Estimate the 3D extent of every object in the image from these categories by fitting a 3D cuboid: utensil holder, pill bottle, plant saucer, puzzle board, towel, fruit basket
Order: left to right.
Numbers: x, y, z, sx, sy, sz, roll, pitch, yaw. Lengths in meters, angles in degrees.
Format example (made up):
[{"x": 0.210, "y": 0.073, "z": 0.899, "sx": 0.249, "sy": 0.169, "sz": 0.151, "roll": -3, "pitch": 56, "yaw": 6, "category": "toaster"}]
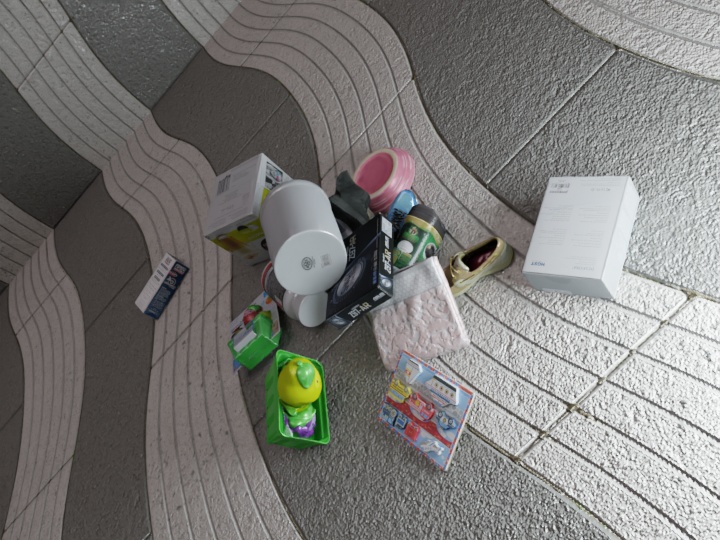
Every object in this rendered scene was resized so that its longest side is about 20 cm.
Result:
[{"x": -0.287, "y": 0.148, "z": 1.545, "sx": 0.184, "sy": 0.093, "sz": 0.202, "roll": -40, "pitch": 41, "yaw": 15, "category": "fruit basket"}, {"x": -0.161, "y": 0.053, "z": 1.472, "sx": 0.117, "sy": 0.115, "sz": 0.199, "roll": -53, "pitch": 42, "yaw": 0, "category": "pill bottle"}, {"x": -0.128, "y": 0.265, "z": 1.275, "sx": 0.214, "sy": 0.153, "sz": 0.221, "roll": -32, "pitch": 48, "yaw": 43, "category": "fruit basket"}, {"x": -0.125, "y": -0.071, "z": 1.261, "sx": 0.169, "sy": 0.169, "sz": 0.202, "roll": -40, "pitch": 36, "yaw": 14, "category": "utensil holder"}, {"x": 0.048, "y": -0.237, "z": 1.516, "sx": 0.197, "sy": 0.051, "sz": 0.205, "roll": -22, "pitch": 52, "yaw": 31, "category": "plant saucer"}, {"x": 0.104, "y": 0.092, "z": 1.196, "sx": 0.197, "sy": 0.032, "sz": 0.196, "roll": -23, "pitch": 88, "yaw": 31, "category": "towel"}, {"x": 0.119, "y": 0.262, "z": 1.128, "sx": 0.198, "sy": 0.017, "sz": 0.155, "roll": 26, "pitch": 99, "yaw": 47, "category": "puzzle board"}]

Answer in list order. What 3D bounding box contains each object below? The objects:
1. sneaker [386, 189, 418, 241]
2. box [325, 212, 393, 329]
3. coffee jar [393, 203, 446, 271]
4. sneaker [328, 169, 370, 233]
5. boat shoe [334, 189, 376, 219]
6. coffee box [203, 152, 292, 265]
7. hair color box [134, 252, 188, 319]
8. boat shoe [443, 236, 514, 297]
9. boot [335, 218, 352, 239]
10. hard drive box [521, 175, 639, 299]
[{"x": 0.084, "y": -0.093, "z": 1.347, "sx": 0.076, "sy": 0.090, "sz": 0.205, "roll": 17, "pitch": 80, "yaw": 10, "category": "sneaker"}, {"x": 0.000, "y": 0.000, "z": 1.224, "sx": 0.159, "sy": 0.043, "sz": 0.204, "roll": -33, "pitch": 38, "yaw": 35, "category": "box"}, {"x": 0.112, "y": -0.039, "z": 1.290, "sx": 0.084, "sy": 0.104, "sz": 0.203, "roll": 25, "pitch": 81, "yaw": 31, "category": "coffee jar"}, {"x": -0.004, "y": -0.146, "z": 1.362, "sx": 0.103, "sy": 0.061, "sz": 0.199, "roll": -34, "pitch": 63, "yaw": -30, "category": "sneaker"}, {"x": -0.001, "y": -0.126, "z": 1.441, "sx": 0.075, "sy": 0.067, "sz": 0.202, "roll": -51, "pitch": 58, "yaw": 26, "category": "boat shoe"}, {"x": -0.297, "y": -0.166, "z": 1.674, "sx": 0.196, "sy": 0.197, "sz": 0.205, "roll": -17, "pitch": 55, "yaw": 32, "category": "coffee box"}, {"x": -0.669, "y": 0.051, "z": 1.975, "sx": 0.099, "sy": 0.060, "sz": 0.203, "roll": 27, "pitch": 84, "yaw": 47, "category": "hair color box"}, {"x": 0.216, "y": -0.009, "z": 1.205, "sx": 0.198, "sy": 0.066, "sz": 0.075, "roll": -34, "pitch": 46, "yaw": 21, "category": "boat shoe"}, {"x": -0.031, "y": -0.074, "z": 1.413, "sx": 0.073, "sy": 0.096, "sz": 0.202, "roll": -35, "pitch": 71, "yaw": -1, "category": "boot"}, {"x": 0.399, "y": -0.064, "z": 1.066, "sx": 0.153, "sy": 0.076, "sz": 0.205, "roll": 7, "pitch": 69, "yaw": 44, "category": "hard drive box"}]
